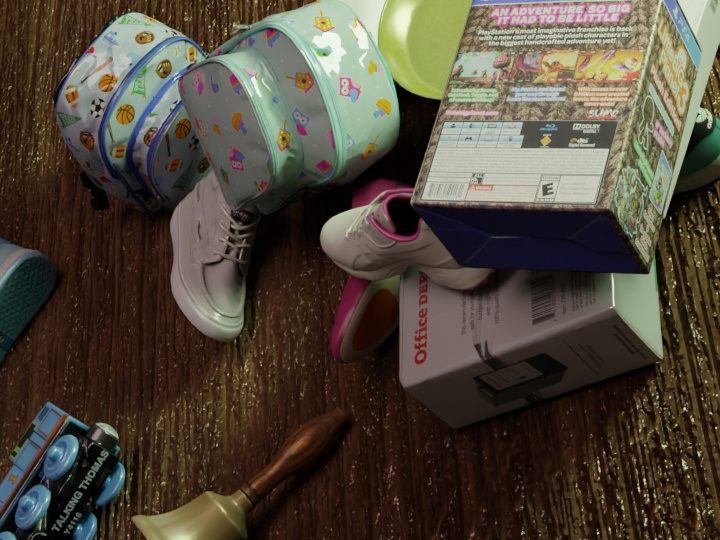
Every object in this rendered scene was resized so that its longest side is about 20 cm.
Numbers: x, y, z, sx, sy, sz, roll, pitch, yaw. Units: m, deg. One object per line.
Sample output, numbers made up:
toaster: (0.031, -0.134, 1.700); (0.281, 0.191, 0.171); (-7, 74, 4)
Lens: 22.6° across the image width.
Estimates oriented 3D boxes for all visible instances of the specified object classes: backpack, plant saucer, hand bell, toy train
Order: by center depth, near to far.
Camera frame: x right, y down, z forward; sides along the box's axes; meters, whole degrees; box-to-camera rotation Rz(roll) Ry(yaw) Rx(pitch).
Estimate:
hand bell: (-0.090, 0.190, 1.565); (0.200, 0.104, 0.104); (-40, 40, -10)
plant saucer: (0.110, -0.232, 1.627); (0.200, 0.031, 0.200); (-15, 56, 23)
backpack: (-0.063, -0.151, 1.661); (0.200, 0.153, 0.176); (-22, 90, 51)
toy train: (-0.303, 0.226, 1.710); (0.200, 0.087, 0.114); (-58, 32, -7)
backpack: (-0.219, -0.162, 1.848); (0.154, 0.191, 0.200); (22, 75, 31)

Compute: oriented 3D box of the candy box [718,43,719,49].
candy box: (0.289, -0.302, 1.566); (0.056, 0.117, 0.200); (-5, 58, 40)

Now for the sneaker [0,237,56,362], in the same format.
sneaker: (-0.431, 0.046, 1.961); (0.200, 0.080, 0.131); (-48, 42, -13)

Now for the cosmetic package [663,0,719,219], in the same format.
cosmetic package: (0.225, -0.139, 1.428); (0.082, 0.051, 0.200); (8, 64, 31)

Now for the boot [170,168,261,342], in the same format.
boot: (-0.134, -0.028, 1.744); (0.096, 0.074, 0.200); (-53, 35, 28)

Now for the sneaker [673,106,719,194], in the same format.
sneaker: (0.206, -0.088, 1.498); (0.200, 0.080, 0.071); (-25, 48, 23)

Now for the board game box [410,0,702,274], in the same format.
board game box: (0.150, -0.108, 1.353); (0.159, 0.097, 0.200); (3, 63, 31)

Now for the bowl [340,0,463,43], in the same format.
bowl: (0.075, -0.274, 1.764); (0.200, 0.075, 0.200); (-6, 57, 38)

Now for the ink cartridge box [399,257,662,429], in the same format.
ink cartridge box: (0.136, 0.026, 1.472); (0.200, 0.084, 0.146); (-21, 47, 29)

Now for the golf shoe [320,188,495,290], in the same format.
golf shoe: (0.029, -0.038, 1.485); (0.200, 0.092, 0.075); (4, 59, 47)

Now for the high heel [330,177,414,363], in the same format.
high heel: (0.000, 0.000, 1.624); (0.096, 0.067, 0.200); (8, 50, 34)
